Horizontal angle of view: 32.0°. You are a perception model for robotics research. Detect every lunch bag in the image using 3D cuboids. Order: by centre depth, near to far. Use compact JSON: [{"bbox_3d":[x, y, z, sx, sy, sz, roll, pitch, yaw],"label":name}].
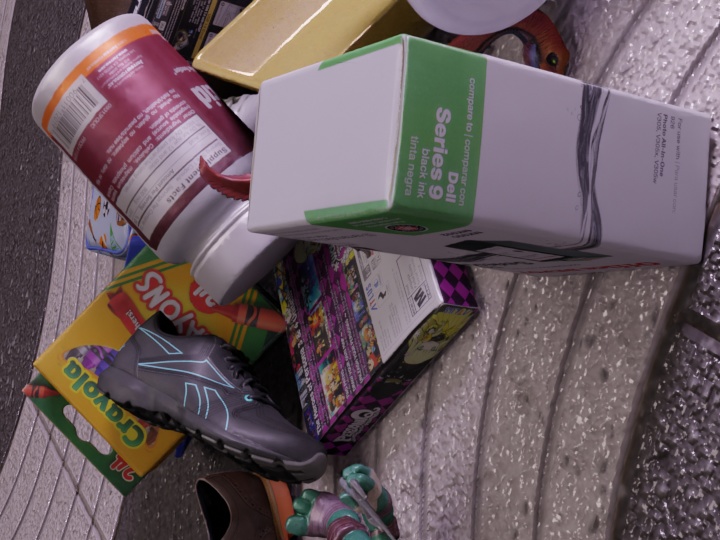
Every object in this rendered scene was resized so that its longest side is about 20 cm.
[{"bbox_3d":[-0.223,-0.109,1.275,0.160,0.075,0.202,10,89,62],"label":"lunch bag"}]

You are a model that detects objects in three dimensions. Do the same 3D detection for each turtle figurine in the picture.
[{"bbox_3d":[-0.003,0.202,0.779,0.151,0.100,0.200,-67,14,-8],"label":"turtle figurine"}]

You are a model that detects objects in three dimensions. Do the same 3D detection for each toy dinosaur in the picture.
[{"bbox_3d":[0.035,-0.092,0.767,0.182,0.199,0.105,-47,70,32],"label":"toy dinosaur"}]

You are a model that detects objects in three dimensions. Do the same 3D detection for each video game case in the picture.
[{"bbox_3d":[0.000,0.000,0.899,0.182,0.036,0.201,-52,40,38],"label":"video game case"}]

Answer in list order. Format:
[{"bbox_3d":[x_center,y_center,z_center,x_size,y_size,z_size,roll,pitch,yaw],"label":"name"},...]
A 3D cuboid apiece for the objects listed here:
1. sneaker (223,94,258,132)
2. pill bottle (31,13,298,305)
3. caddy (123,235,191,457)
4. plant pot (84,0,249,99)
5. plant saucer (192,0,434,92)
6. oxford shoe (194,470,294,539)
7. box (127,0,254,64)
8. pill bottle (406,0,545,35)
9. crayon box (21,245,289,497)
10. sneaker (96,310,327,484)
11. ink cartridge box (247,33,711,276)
[{"bbox_3d":[-0.119,-0.109,1.051,0.199,0.081,0.077,-32,14,31],"label":"sneaker"},{"bbox_3d":[-0.135,-0.079,0.920,0.200,0.114,0.114,47,131,5],"label":"pill bottle"},{"bbox_3d":[-0.161,0.059,1.090,0.141,0.104,0.202,174,106,-83],"label":"caddy"},{"bbox_3d":[-0.164,-0.209,1.133,0.187,0.185,0.202,26,118,59],"label":"plant pot"},{"bbox_3d":[-0.006,-0.185,0.891,0.200,0.049,0.200,-45,29,-10],"label":"plant saucer"},{"bbox_3d":[-0.080,0.236,0.920,0.072,0.072,0.201,-56,37,32],"label":"oxford shoe"},{"bbox_3d":[-0.082,-0.254,0.998,0.201,0.160,0.049,-66,32,22],"label":"box"},{"bbox_3d":[0.040,-0.238,0.757,0.116,0.115,0.201,-61,38,27],"label":"pill bottle"},{"bbox_3d":[-0.164,0.069,0.989,0.200,0.127,0.051,-47,-3,1],"label":"crayon box"},{"bbox_3d":[-0.102,0.089,0.902,0.199,0.075,0.080,21,73,28],"label":"sneaker"},{"bbox_3d":[0.062,-0.051,0.654,0.146,0.198,0.085,-4,79,59],"label":"ink cartridge box"}]
